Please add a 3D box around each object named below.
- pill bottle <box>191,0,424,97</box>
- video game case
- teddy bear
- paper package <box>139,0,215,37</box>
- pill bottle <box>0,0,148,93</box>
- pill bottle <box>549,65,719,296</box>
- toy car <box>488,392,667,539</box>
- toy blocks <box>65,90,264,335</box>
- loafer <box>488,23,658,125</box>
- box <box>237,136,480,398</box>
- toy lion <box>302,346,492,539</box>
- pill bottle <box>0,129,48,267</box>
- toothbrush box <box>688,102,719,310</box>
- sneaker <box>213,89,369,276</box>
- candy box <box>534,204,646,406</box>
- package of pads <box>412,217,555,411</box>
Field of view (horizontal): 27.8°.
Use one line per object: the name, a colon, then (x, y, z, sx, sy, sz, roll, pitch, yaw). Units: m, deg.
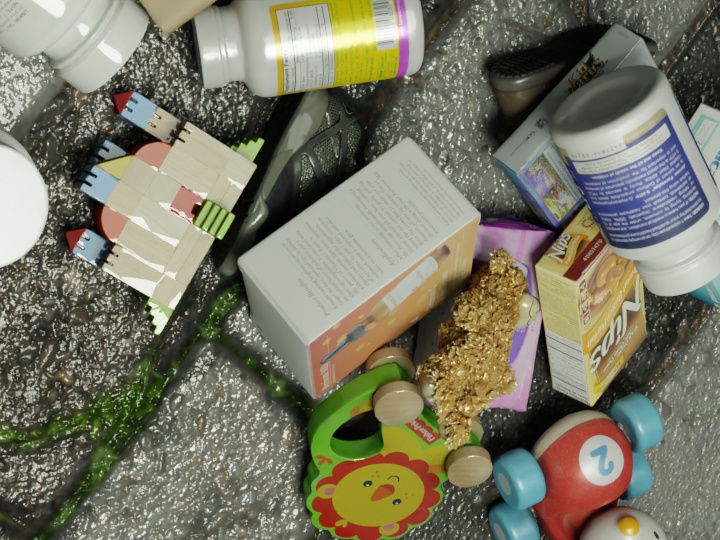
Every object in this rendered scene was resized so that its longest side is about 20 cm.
pill bottle: (-0.049, -0.214, 1.309, 0.199, 0.104, 0.105, -9, 107, -8)
video game case: (0.243, -0.124, 1.486, 0.181, 0.045, 0.200, -48, 140, -3)
teddy bear: (0.115, 0.073, 1.365, 0.200, 0.066, 0.146, -43, 126, -47)
paper package: (-0.133, -0.330, 1.183, 0.199, 0.104, 0.191, -31, 107, 24)
pill bottle: (-0.275, -0.241, 1.187, 0.200, 0.114, 0.115, 39, 82, -29)
pill bottle: (0.271, -0.080, 1.377, 0.120, 0.120, 0.201, -39, 115, -15)
toy car: (0.264, 0.265, 1.527, 0.183, 0.200, 0.178, -22, 141, -18)
toy blocks: (-0.191, -0.065, 1.298, 0.136, 0.100, 0.201, 31, 85, -19)
loafer: (0.217, -0.200, 1.498, 0.199, 0.073, 0.071, -18, 125, -22)
box: (0.000, 0.000, 1.353, 0.200, 0.152, 0.106, -37, 71, -13)
toy lion: (0.018, 0.189, 1.439, 0.191, 0.069, 0.200, -33, 129, 16)
pill bottle: (-0.320, -0.067, 1.154, 0.114, 0.200, 0.115, -7, 104, -27)
toothbrush box: (0.382, -0.061, 1.560, 0.147, 0.085, 0.200, -57, 148, -5)
sneaker: (-0.056, -0.069, 1.369, 0.114, 0.076, 0.200, 32, 80, -24)
candy box: (0.242, 0.033, 1.514, 0.115, 0.055, 0.201, -46, 143, -26)
package of pads: (0.123, 0.045, 1.493, 0.120, 0.076, 0.201, 3, 101, -31)
